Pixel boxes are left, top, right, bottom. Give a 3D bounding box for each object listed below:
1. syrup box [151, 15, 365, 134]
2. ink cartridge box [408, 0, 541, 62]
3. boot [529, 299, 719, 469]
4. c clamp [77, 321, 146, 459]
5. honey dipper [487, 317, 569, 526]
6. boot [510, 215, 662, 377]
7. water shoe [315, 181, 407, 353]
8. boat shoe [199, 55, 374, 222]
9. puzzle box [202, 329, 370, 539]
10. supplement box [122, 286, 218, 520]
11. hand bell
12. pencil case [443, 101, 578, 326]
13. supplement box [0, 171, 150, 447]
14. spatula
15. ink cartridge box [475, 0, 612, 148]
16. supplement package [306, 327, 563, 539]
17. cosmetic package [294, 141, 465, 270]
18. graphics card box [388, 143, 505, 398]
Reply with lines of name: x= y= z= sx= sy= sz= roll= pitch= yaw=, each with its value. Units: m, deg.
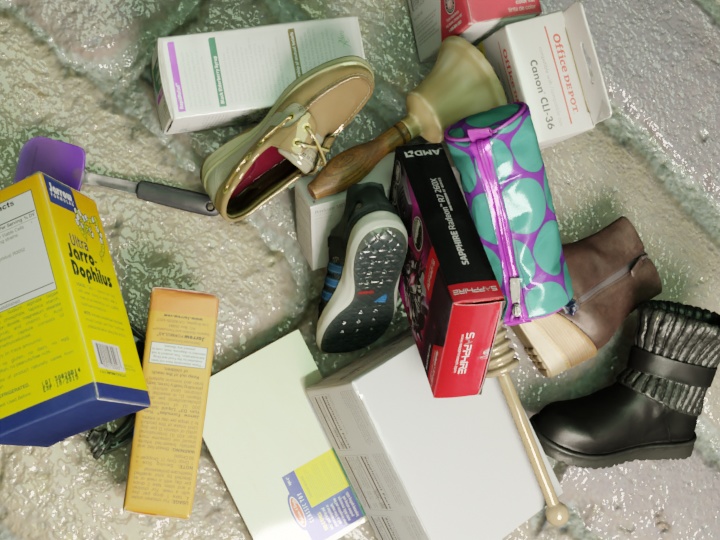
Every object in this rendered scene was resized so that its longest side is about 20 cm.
syrup box: x=-0.099 y=-0.189 z=1.096 sx=0.197 sy=0.079 sz=0.083 roll=-9 pitch=87 yaw=-16
ink cartridge box: x=0.098 y=-0.327 z=1.128 sx=0.084 sy=0.147 sz=0.204 roll=-10 pitch=89 yaw=-16
boot: x=0.273 y=0.110 z=1.151 sx=0.208 sy=0.079 sz=0.160 roll=-1 pitch=115 yaw=-25
c clamp: x=-0.281 y=0.103 z=1.052 sx=0.198 sy=0.027 sz=0.173 roll=31 pitch=73 yaw=-10
honey dipper: x=0.151 y=0.143 z=1.048 sx=0.038 sy=0.038 sz=0.203 roll=-23 pitch=93 yaw=-16
boot: x=0.209 y=-0.009 z=1.174 sx=0.166 sy=0.072 sz=0.201 roll=-37 pitch=105 yaw=-13
water shoe: x=0.000 y=0.000 z=1.074 sx=0.070 sy=0.201 sz=0.080 roll=0 pitch=51 yaw=-19
boat shoe: x=-0.061 y=-0.117 z=1.055 sx=0.199 sy=0.067 sz=0.074 roll=-39 pitch=139 yaw=17
puzzle box: x=-0.075 y=0.177 z=1.102 sx=0.132 sy=0.025 sz=0.202 roll=-27 pitch=93 yaw=-17
supplement box: x=-0.173 y=0.121 z=1.033 sx=0.068 sy=0.067 sz=0.204 roll=6 pitch=82 yaw=-8
hand bell: x=0.033 y=-0.128 z=1.074 sx=0.199 sy=0.104 sz=0.105 roll=-34 pitch=95 yaw=-16
pencil case: x=0.139 y=-0.050 z=1.048 sx=0.084 sy=0.093 sz=0.203 roll=-9 pitch=110 yaw=25
supplement box: x=-0.273 y=0.037 z=0.975 sx=0.107 sy=0.109 sz=0.203 roll=-20 pitch=76 yaw=9
spatula: x=-0.228 y=-0.081 z=1.080 sx=0.197 sy=0.021 sz=0.058 roll=12 pitch=95 yaw=-17
ink cartridge box: x=0.162 y=-0.177 z=1.106 sx=0.067 sy=0.200 sz=0.118 roll=-17 pitch=90 yaw=-16
supplement package: x=0.071 y=0.164 z=1.087 sx=0.154 sy=0.111 sz=0.202 roll=-28 pitch=94 yaw=-27
cosmetic package: x=0.034 y=-0.072 z=1.121 sx=0.197 sy=0.083 sz=0.051 roll=-16 pitch=47 yaw=-17
graphics card box: x=0.070 y=-0.003 z=1.013 sx=0.050 sy=0.127 sz=0.202 roll=-5 pitch=48 yaw=-11
